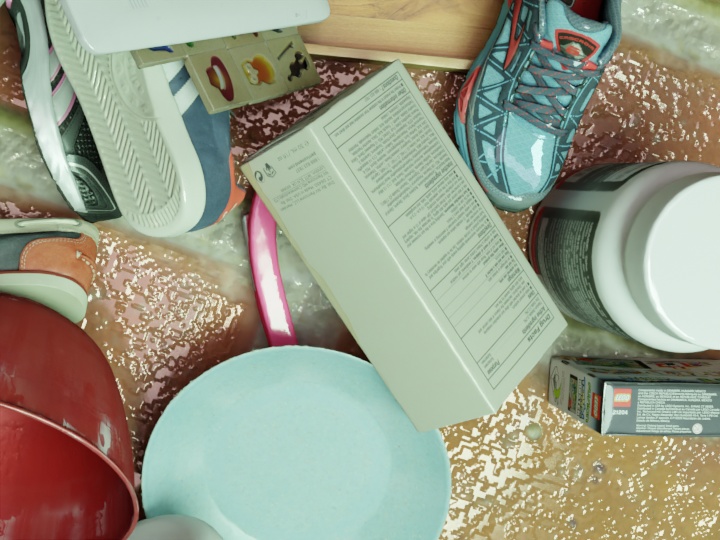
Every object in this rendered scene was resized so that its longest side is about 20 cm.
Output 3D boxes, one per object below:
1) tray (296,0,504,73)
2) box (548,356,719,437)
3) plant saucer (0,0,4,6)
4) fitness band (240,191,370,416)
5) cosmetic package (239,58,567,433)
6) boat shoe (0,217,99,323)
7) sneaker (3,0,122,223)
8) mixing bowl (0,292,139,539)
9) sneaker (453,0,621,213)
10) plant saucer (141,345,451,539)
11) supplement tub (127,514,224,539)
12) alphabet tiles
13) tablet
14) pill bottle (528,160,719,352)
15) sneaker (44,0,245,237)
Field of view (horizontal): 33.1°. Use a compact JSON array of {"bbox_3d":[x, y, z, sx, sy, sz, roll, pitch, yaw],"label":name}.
[{"bbox_3d":[0.052,-0.183,0.802,0.199,0.037,0.099,4,94,-8],"label":"tray"},{"bbox_3d":[0.238,0.084,0.813,0.199,0.110,0.035,2,94,-8],"label":"box"},{"bbox_3d":[-0.241,-0.200,0.704,0.050,0.200,0.201,3,95,-46],"label":"plant saucer"},{"bbox_3d":[0.000,0.000,0.808,0.143,0.037,0.201,-13,97,-7],"label":"fitness band"},{"bbox_3d":[0.030,-0.014,0.739,0.104,0.073,0.200,-41,103,-43],"label":"cosmetic package"},{"bbox_3d":[-0.263,-0.004,0.756,0.199,0.071,0.063,1,56,2],"label":"boat shoe"},{"bbox_3d":[-0.168,-0.131,0.752,0.086,0.080,0.201,-13,97,-9],"label":"sneaker"},{"bbox_3d":[-0.220,0.084,0.724,0.200,0.200,0.109,14,50,-9],"label":"mixing bowl"},{"bbox_3d":[0.113,-0.134,0.748,0.079,0.096,0.201,13,92,-9],"label":"sneaker"},{"bbox_3d":[-0.041,0.135,0.796,0.200,0.039,0.202,0,111,-1],"label":"plant saucer"},{"bbox_3d":[-0.106,0.269,0.749,0.145,0.145,0.200,-30,111,-5],"label":"supplement tub"},{"bbox_3d":[-0.097,-0.190,0.704,0.167,0.008,0.200,-25,90,-50],"label":"alphabet tiles"},{"bbox_3d":[-0.104,-0.191,0.682,0.200,0.014,0.130,-23,87,-51],"label":"tablet"},{"bbox_3d":[0.184,-0.010,0.751,0.114,0.200,0.114,-1,95,-8],"label":"pill bottle"},{"bbox_3d":[-0.121,-0.118,0.717,0.075,0.084,0.201,-15,88,31],"label":"sneaker"}]
